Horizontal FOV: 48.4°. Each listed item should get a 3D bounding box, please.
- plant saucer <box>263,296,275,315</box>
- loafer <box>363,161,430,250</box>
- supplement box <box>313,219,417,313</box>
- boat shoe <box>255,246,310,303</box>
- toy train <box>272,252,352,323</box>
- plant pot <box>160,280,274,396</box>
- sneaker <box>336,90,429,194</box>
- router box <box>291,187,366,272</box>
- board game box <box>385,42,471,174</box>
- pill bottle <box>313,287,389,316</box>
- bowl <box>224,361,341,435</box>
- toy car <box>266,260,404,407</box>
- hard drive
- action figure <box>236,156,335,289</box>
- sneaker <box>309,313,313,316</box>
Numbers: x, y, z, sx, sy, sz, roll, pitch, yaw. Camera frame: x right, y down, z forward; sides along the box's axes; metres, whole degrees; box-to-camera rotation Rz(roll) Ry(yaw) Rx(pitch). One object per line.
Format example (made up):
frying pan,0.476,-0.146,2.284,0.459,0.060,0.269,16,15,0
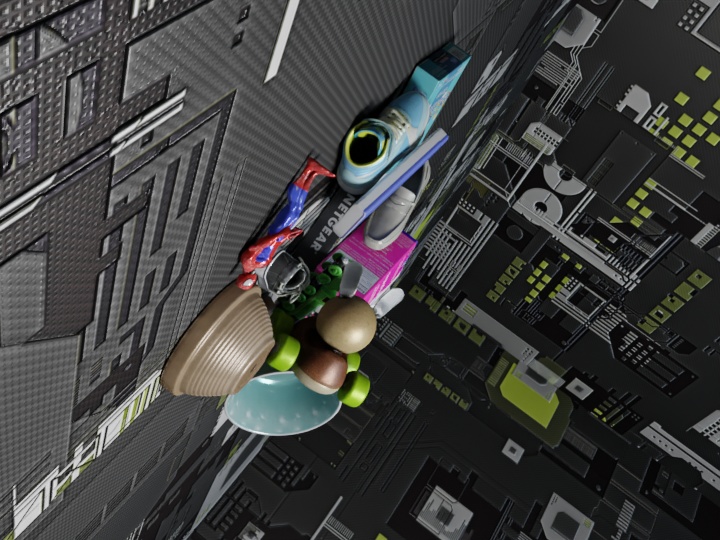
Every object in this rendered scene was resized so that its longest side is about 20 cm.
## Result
plant saucer,-0.209,0.134,1.417,0.200,0.032,0.200,-54,174,-8
loafer,0.064,-0.124,1.404,0.200,0.070,0.070,-61,171,-26
supplement box,0.000,0.000,1.417,0.200,0.103,0.101,-44,167,-42
boat shoe,-0.114,0.009,1.260,0.074,0.068,0.199,-52,174,-12
toy train,-0.074,0.035,1.318,0.200,0.056,0.042,-37,-155,41
plant pot,-0.192,0.117,1.172,0.201,0.093,0.201,-52,173,-9
sneaker,0.043,-0.210,1.204,0.200,0.079,0.131,-53,175,-13
router box,-0.038,-0.077,1.425,0.200,0.052,0.157,-54,173,6
board game box,0.100,-0.279,1.378,0.151,0.047,0.200,-46,170,-50
pill bottle,-0.026,0.075,1.555,0.116,0.116,0.200,-48,170,-40
bowl,-0.137,0.192,1.395,0.201,0.201,0.105,121,-30,-42
toy car,-0.030,0.083,1.259,0.200,0.164,0.158,-54,-158,13
hard drive,0.047,-0.138,1.283,0.200,0.025,0.132,-44,-179,-23
action figure,-0.106,-0.058,1.082,0.200,0.052,0.065,-52,178,6
sneaker,-0.121,0.081,1.505,0.200,0.074,0.088,-74,-178,-56
